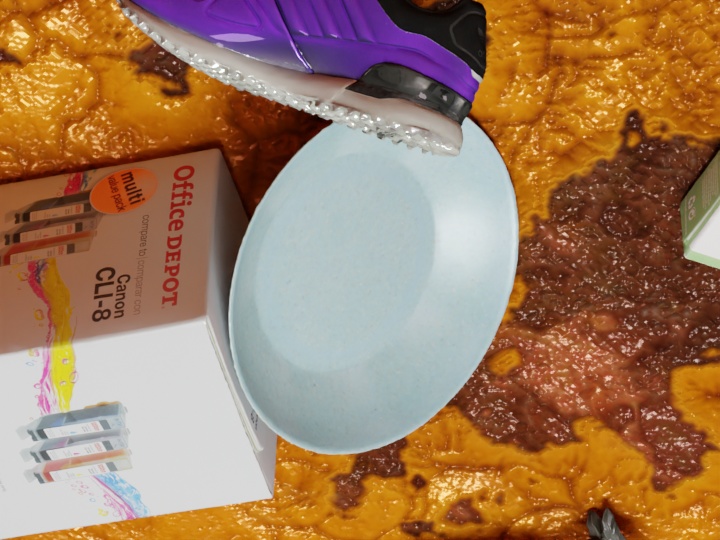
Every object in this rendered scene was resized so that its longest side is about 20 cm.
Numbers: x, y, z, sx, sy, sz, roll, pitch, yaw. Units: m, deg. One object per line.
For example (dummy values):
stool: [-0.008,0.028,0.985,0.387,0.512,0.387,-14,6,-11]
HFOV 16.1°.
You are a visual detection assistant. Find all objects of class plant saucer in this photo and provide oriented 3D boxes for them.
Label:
plant saucer: [0.000,0.000,1.386,0.200,0.039,0.202,-15,115,-35]

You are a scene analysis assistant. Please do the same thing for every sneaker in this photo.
sneaker: [-0.024,-0.134,1.298,0.199,0.100,0.070,21,178,12]

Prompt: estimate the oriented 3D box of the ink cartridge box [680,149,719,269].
ink cartridge box: [0.280,-0.060,1.362,0.145,0.048,0.200,18,136,-14]

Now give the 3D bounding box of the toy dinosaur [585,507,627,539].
toy dinosaur: [0.122,0.235,1.585,0.200,0.135,0.102,48,147,13]

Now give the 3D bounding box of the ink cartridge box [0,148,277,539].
ink cartridge box: [-0.154,0.043,1.408,0.198,0.146,0.145,-9,132,9]
